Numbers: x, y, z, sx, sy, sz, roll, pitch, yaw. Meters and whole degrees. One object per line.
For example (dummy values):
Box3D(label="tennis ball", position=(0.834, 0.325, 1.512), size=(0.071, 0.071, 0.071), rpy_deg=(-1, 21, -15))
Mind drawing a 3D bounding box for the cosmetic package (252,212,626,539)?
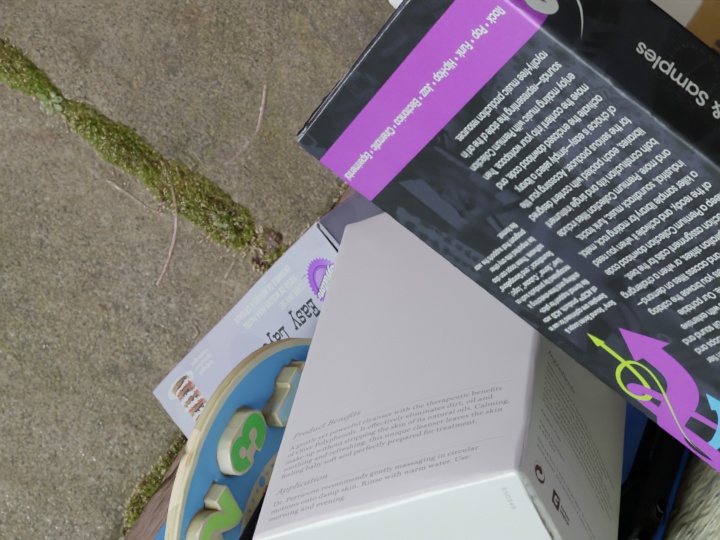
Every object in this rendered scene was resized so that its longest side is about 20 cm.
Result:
Box3D(label="cosmetic package", position=(0.039, 0.051, 0.697), size=(0.107, 0.085, 0.200), rpy_deg=(-17, 29, 23))

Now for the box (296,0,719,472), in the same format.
Box3D(label="box", position=(0.086, -0.014, 0.551), size=(0.036, 0.200, 0.143), rpy_deg=(-53, 5, -25))

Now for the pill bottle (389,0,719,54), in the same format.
Box3D(label="pill bottle", position=(0.115, -0.072, 0.628), size=(0.115, 0.200, 0.114), rpy_deg=(-54, 6, 8))

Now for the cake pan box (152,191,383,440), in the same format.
Box3D(label="cake pan box", position=(0.000, 0.000, 0.982), size=(0.184, 0.052, 0.200), rpy_deg=(-39, -4, -42))

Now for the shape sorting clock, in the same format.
Box3D(label="shape sorting clock", position=(-0.026, 0.132, 0.859), size=(0.039, 0.200, 0.200), rpy_deg=(3, 48, 35))

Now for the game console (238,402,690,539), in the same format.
Box3D(label="game console", position=(0.055, 0.062, 0.777), size=(0.171, 0.118, 0.200), rpy_deg=(-50, 8, 44))
